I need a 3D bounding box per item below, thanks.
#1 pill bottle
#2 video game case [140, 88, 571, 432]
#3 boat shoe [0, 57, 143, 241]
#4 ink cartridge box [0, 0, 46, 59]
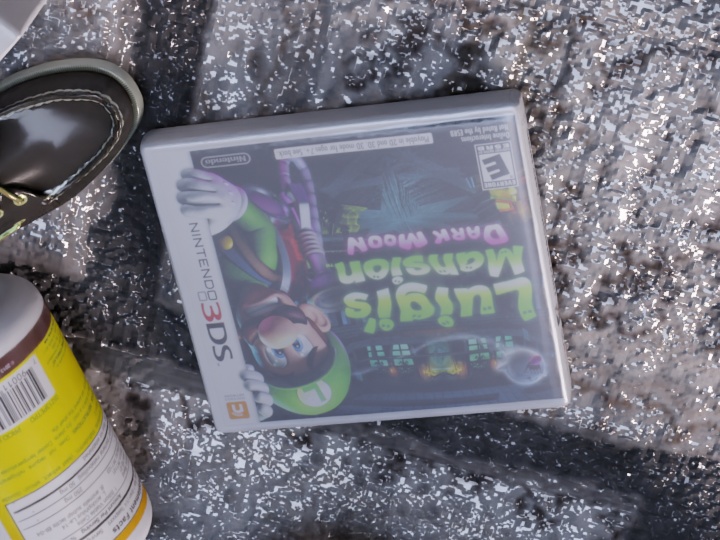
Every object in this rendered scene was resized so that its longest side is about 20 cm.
[{"bbox_3d":[-0.185,0.109,1.135,0.109,0.109,0.200,-15,116,18],"label":"pill bottle"},{"bbox_3d":[0.000,0.000,1.090,0.200,0.023,0.182,-6,119,13],"label":"video game case"},{"bbox_3d":[-0.200,-0.043,1.076,0.201,0.061,0.072,-26,113,23],"label":"boat shoe"},{"bbox_3d":[-0.236,-0.175,0.955,0.200,0.147,0.086,40,117,-15],"label":"ink cartridge box"}]
